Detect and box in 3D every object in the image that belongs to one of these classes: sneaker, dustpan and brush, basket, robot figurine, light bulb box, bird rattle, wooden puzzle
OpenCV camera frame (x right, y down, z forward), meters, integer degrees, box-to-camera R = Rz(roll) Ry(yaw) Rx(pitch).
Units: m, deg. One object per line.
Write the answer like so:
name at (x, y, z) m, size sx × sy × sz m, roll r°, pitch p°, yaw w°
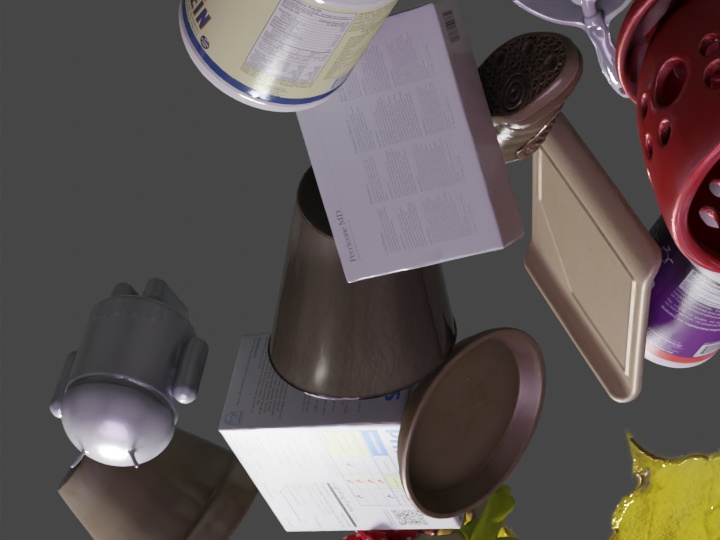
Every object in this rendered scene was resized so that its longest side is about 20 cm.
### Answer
sneaker at (0.127, -0.133, 1.592) m, size 0.075 × 0.071 × 0.200 m, roll 14°, pitch 154°, yaw -31°
dustpan and brush at (0.167, -0.211, 1.459) m, size 0.139 × 0.058 × 0.200 m, roll -10°, pitch 139°, yaw 28°
basket at (0.000, 0.000, 1.745) m, size 0.179 × 0.137 × 0.201 m, roll -12°, pitch 140°, yaw -8°
robot figurine at (-0.225, 0.105, 1.900) m, size 0.168 × 0.201 × 0.113 m, roll -11°, pitch 139°, yaw 29°
light bulb box at (-0.008, 0.162, 1.977) m, size 0.198 × 0.126 × 0.199 m, roll -4°, pitch 141°, yaw 21°
bird rattle at (0.075, 0.281, 2.084) m, size 0.198 × 0.163 × 0.114 m, roll -8°, pitch 116°, yaw 5°
wooden puzzle at (0.198, -0.012, 1.651) m, size 0.037 × 0.186 × 0.201 m, roll -21°, pitch 146°, yaw -16°

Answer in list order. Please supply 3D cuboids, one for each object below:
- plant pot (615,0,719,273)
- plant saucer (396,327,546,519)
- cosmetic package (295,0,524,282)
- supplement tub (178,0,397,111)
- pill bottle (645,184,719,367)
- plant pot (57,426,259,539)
plant pot at (0.292, -0.125, 1.407) m, size 0.198 × 0.184 × 0.201 m, roll -9°, pitch 142°, yaw -7°
plant saucer at (0.104, 0.144, 1.884) m, size 0.029 × 0.200 × 0.201 m, roll 29°, pitch 159°, yaw 39°
cosmetic package at (0.032, -0.104, 1.566) m, size 0.150 × 0.052 × 0.202 m, roll -12°, pitch 99°, yaw 29°
supplement tub at (-0.040, -0.226, 1.432) m, size 0.144 × 0.146 × 0.200 m, roll 21°, pitch 144°, yaw -12°
pill bottle at (0.295, -0.009, 1.655) m, size 0.112 × 0.113 × 0.200 m, roll 18°, pitch 144°, yaw -8°
plant pot at (-0.227, 0.244, 2.130) m, size 0.173 × 0.200 × 0.200 m, roll 39°, pitch 140°, yaw -6°
